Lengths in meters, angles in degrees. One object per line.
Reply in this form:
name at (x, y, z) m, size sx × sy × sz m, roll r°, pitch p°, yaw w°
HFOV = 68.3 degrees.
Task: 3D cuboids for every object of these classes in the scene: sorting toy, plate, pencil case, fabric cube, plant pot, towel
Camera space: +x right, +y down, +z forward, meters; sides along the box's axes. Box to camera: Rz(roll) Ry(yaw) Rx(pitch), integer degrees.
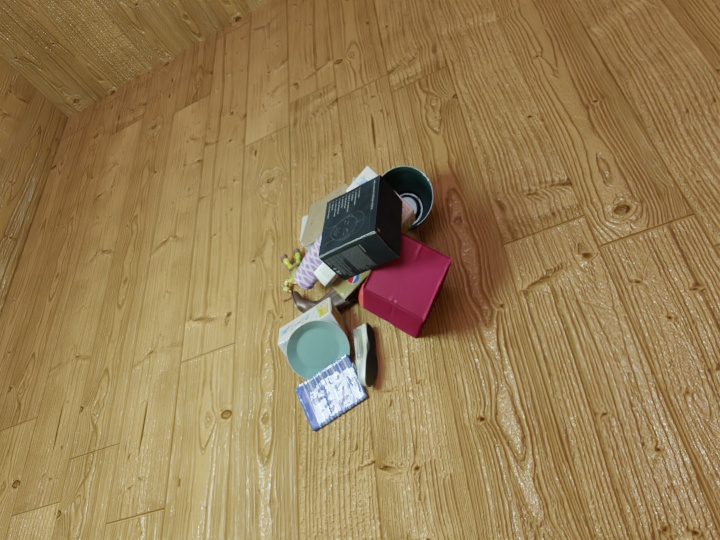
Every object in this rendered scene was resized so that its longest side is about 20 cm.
sorting toy at (-0.117, -0.182, 1.803) m, size 0.197 × 0.036 × 0.191 m, roll -20°, pitch 48°, yaw 46°
plate at (-0.127, 0.237, 1.593) m, size 0.196 × 0.204 × 0.026 m, roll -30°, pitch 19°, yaw 7°
pencil case at (-0.139, -0.032, 1.716) m, size 0.084 × 0.085 × 0.202 m, roll 41°, pitch 113°, yaw 5°
fabric cube at (0.128, 0.040, 1.506) m, size 0.195 × 0.200 × 0.200 m, roll 27°, pitch 73°, yaw 9°
plant pot at (0.143, -0.216, 1.725) m, size 0.192 × 0.134 × 0.209 m, roll -2°, pitch 79°, yaw 11°
towel at (-0.090, 0.359, 1.567) m, size 0.197 × 0.024 × 0.148 m, roll -34°, pitch 65°, yaw 8°

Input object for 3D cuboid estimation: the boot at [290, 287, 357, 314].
boot at (-0.119, 0.082, 1.751) m, size 0.199 × 0.064 × 0.188 m, roll -41°, pitch 63°, yaw 4°

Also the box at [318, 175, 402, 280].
box at (0.003, -0.114, 1.435) m, size 0.192 × 0.123 × 0.206 m, roll -22°, pitch 45°, yaw 34°

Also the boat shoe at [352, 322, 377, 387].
boat shoe at (0.007, 0.253, 1.571) m, size 0.063 × 0.075 × 0.208 m, roll -21°, pitch 49°, yaw 22°

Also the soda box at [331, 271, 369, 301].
soda box at (0.000, 0.000, 1.659) m, size 0.064 × 0.068 × 0.200 m, roll 43°, pitch 88°, yaw 7°

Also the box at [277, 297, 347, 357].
box at (-0.146, 0.196, 1.645) m, size 0.196 × 0.114 × 0.102 m, roll -32°, pitch 22°, yaw 8°

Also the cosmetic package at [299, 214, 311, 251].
cosmetic package at (-0.111, -0.147, 1.881) m, size 0.193 × 0.081 × 0.116 m, roll -15°, pitch 53°, yaw 22°

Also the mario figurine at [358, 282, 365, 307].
mario figurine at (0.078, 0.050, 1.670) m, size 0.198 × 0.123 × 0.107 m, roll -40°, pitch 91°, yaw -9°

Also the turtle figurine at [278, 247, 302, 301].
turtle figurine at (-0.232, 0.004, 1.864) m, size 0.197 × 0.065 × 0.163 m, roll -37°, pitch 50°, yaw 4°

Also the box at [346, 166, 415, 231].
box at (0.064, -0.195, 1.602) m, size 0.102 × 0.113 × 0.200 m, roll -45°, pitch 75°, yaw -1°

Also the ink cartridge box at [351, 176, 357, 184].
ink cartridge box at (-0.016, -0.186, 1.738) m, size 0.065 × 0.117 × 0.207 m, roll 12°, pitch 61°, yaw -7°

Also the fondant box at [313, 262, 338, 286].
fondant box at (-0.046, -0.043, 1.645) m, size 0.058 × 0.144 × 0.200 m, roll 44°, pitch 97°, yaw 8°
